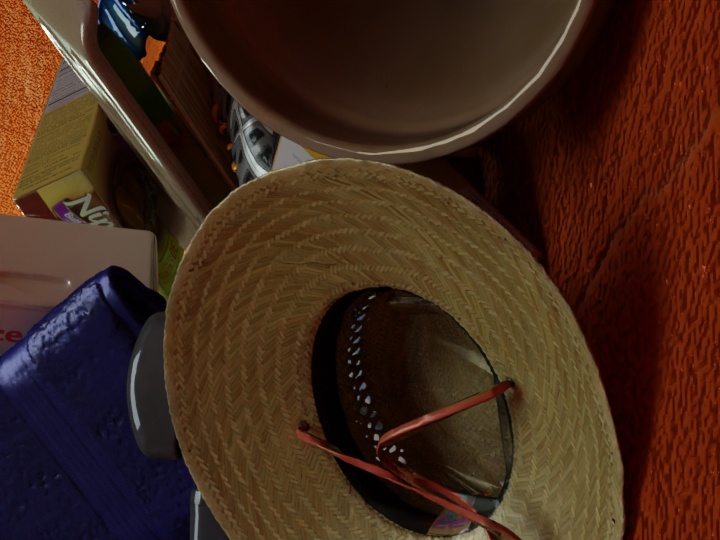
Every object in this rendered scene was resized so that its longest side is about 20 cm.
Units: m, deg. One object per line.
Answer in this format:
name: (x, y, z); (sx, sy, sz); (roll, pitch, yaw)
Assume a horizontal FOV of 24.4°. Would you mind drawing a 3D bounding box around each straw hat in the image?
straw hat: (0.027, 0.046, 0.620); (0.085, 0.200, 0.203); (-29, -43, -52)

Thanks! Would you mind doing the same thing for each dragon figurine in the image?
dragon figurine: (-0.129, -0.165, 1.027); (0.201, 0.059, 0.099); (61, 161, 8)

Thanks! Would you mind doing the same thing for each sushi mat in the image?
sushi mat: (-0.059, -0.065, 0.961); (0.201, 0.012, 0.096); (57, -152, -32)

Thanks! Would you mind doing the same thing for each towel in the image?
towel: (-0.155, 0.102, 0.928); (0.199, 0.148, 0.050); (-35, 5, 24)

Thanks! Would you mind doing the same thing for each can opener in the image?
can opener: (-0.083, 0.121, 0.842); (0.053, 0.066, 0.202); (-3, -86, -79)

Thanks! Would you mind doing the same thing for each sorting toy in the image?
sorting toy: (-0.128, -0.089, 0.971); (0.201, 0.036, 0.185); (61, 170, -30)

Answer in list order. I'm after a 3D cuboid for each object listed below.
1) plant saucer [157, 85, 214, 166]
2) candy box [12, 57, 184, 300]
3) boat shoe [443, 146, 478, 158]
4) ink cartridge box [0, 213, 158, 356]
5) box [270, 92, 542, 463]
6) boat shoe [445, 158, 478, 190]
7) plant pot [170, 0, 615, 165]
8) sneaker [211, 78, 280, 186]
plant saucer: (-0.087, -0.050, 1.106); (0.201, 0.031, 0.200); (60, 172, 13)
candy box: (-0.165, -0.063, 1.121); (0.117, 0.056, 0.201); (59, -163, -29)
boat shoe: (0.018, -0.103, 0.794); (0.200, 0.071, 0.068); (-105, 23, -66)
ink cartridge box: (-0.204, 0.068, 1.001); (0.085, 0.143, 0.201); (-97, 17, -49)
box: (0.001, 0.020, 0.746); (0.119, 0.041, 0.201); (46, 147, 18)
boat shoe: (0.000, 0.000, 0.839); (0.201, 0.067, 0.072); (111, 160, -53)
plant pot: (0.023, -0.147, 0.644); (0.092, 0.200, 0.203); (-23, -52, -55)
sneaker: (-0.043, -0.078, 0.903); (0.078, 0.077, 0.202); (23, -115, -56)
